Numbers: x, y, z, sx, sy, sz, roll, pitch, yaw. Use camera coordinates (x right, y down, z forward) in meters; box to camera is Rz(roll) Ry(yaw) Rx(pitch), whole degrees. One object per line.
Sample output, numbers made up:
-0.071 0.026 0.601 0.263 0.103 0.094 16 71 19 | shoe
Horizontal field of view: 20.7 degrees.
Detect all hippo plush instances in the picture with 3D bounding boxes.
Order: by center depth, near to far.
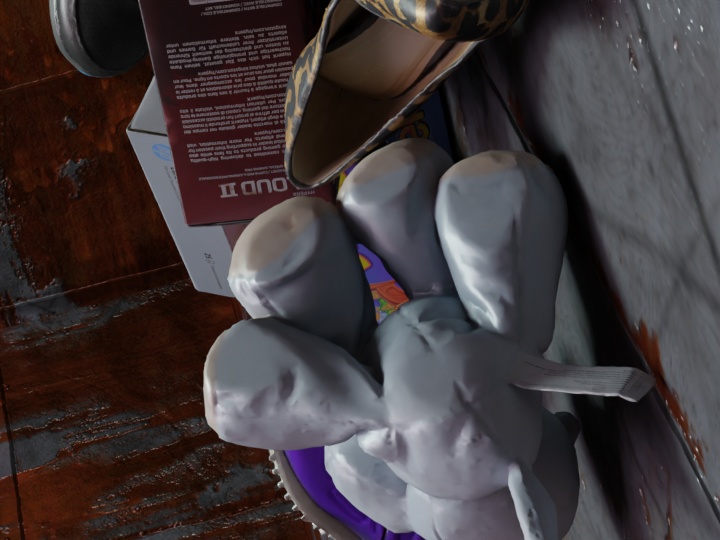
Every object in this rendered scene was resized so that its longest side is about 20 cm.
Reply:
0.049 0.048 0.832 0.200 0.159 0.161 21 162 29 | hippo plush

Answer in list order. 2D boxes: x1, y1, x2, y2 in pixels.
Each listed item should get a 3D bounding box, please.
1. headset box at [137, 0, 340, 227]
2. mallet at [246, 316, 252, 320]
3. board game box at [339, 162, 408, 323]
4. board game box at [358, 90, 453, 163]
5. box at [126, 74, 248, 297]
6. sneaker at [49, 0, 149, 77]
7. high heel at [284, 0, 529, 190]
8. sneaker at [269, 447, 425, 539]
-0.052 -0.126 0.921 0.149 0.075 0.200 -83 -14 -60 | headset box
0.004 0.058 1.148 0.200 0.066 0.041 17 -135 -45 | mallet
0.000 0.000 1.038 0.200 0.045 0.135 61 177 32 | board game box
0.011 -0.111 1.058 0.135 0.034 0.200 -124 19 -70 | board game box
-0.061 -0.108 1.126 0.156 0.041 0.200 74 -149 -54 | box
-0.099 -0.179 1.021 0.200 0.073 0.082 -60 40 23 | sneaker
0.008 -0.072 0.762 0.200 0.071 0.143 -90 25 -72 | high heel
0.028 0.121 1.093 0.200 0.099 0.070 54 -163 -22 | sneaker
